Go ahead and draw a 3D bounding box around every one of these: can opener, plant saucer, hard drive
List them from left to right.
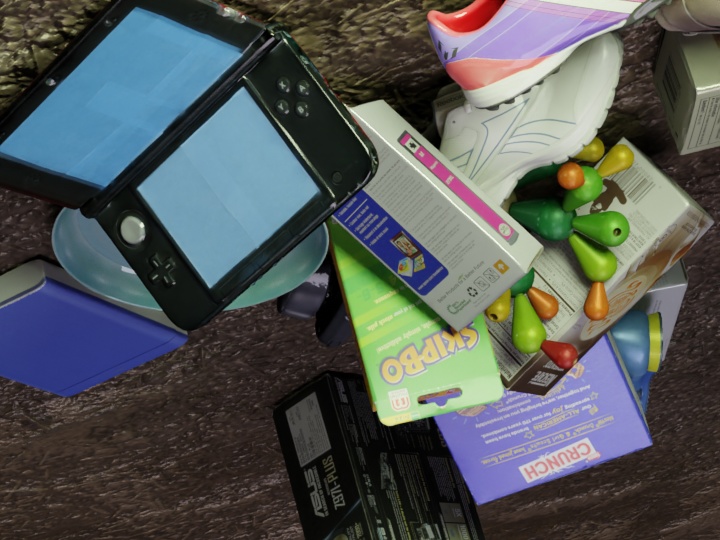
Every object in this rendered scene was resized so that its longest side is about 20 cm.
[{"bbox_3d":[-0.246,0.050,1.555,0.132,0.025,0.200,-24,156,20],"label":"hard drive"},{"bbox_3d":[-0.123,-0.030,1.406,0.199,0.028,0.200,-2,149,-1],"label":"plant saucer"},{"bbox_3d":[0.000,0.000,1.549,0.078,0.064,0.200,-2,154,-28],"label":"can opener"}]

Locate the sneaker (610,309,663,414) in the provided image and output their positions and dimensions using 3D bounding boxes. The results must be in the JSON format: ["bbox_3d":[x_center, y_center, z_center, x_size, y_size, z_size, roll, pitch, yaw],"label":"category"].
[{"bbox_3d":[0.233,0.090,1.803,0.078,0.066,0.200,-2,156,1],"label":"sneaker"}]

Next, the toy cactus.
[{"bbox_3d":[0.120,-0.039,1.446,0.165,0.201,0.102,15,-167,33],"label":"toy cactus"}]

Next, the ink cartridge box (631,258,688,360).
[{"bbox_3d":[0.198,0.055,1.825,0.199,0.041,0.200,-13,156,-5],"label":"ink cartridge box"}]

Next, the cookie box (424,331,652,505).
[{"bbox_3d":[0.137,0.085,1.679,0.171,0.075,0.201,-20,117,11],"label":"cookie box"}]

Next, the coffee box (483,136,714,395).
[{"bbox_3d":[0.173,0.001,1.525,0.200,0.080,0.114,-47,161,11],"label":"coffee box"}]

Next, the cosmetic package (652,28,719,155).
[{"bbox_3d":[0.317,-0.155,1.385,0.199,0.071,0.105,-13,157,-5],"label":"cosmetic package"}]

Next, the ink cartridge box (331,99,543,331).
[{"bbox_3d":[0.026,-0.051,1.361,0.095,0.200,0.037,-44,-173,48],"label":"ink cartridge box"}]

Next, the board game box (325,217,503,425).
[{"bbox_3d":[0.035,0.014,1.426,0.095,0.201,0.030,-12,158,-8],"label":"board game box"}]

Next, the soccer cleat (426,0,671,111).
[{"bbox_3d":[0.136,-0.182,1.231,0.200,0.068,0.073,-33,116,16],"label":"soccer cleat"}]

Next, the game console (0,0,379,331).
[{"bbox_3d":[-0.121,-0.066,1.233,0.200,0.173,0.119,-40,174,29],"label":"game console"}]

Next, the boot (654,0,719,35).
[{"bbox_3d":[0.281,-0.196,1.281,0.146,0.071,0.200,-10,-178,30],"label":"boot"}]

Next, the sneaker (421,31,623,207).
[{"bbox_3d":[0.102,-0.107,1.363,0.087,0.075,0.200,33,121,-27],"label":"sneaker"}]

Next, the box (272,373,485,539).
[{"bbox_3d":[0.021,0.210,1.862,0.163,0.201,0.086,9,146,-45],"label":"box"}]
